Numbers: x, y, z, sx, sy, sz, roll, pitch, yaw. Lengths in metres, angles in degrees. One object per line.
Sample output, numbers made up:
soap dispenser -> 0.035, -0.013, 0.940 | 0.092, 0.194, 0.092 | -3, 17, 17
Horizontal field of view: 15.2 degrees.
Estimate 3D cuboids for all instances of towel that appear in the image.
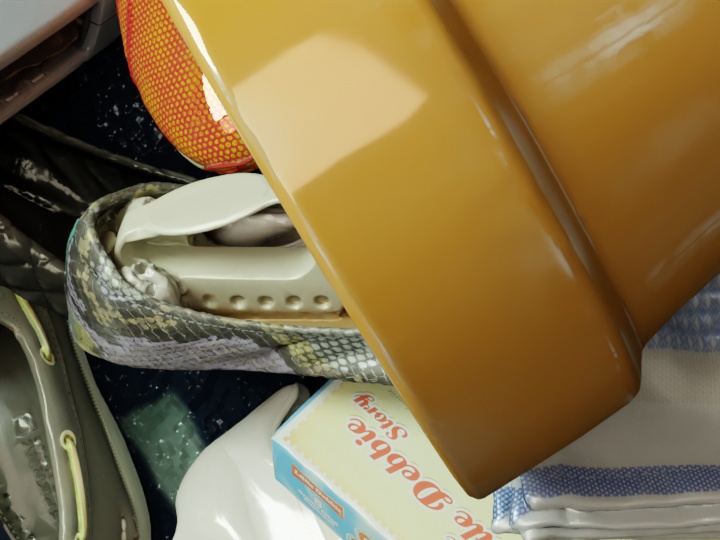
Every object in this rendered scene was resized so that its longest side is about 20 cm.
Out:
towel -> 0.108, -0.014, 0.832 | 0.146, 0.024, 0.201 | 0, 71, -7

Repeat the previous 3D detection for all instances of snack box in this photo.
snack box -> 0.080, 0.084, 0.872 | 0.200, 0.037, 0.116 | 41, 70, 20

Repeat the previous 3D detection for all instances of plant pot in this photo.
plant pot -> 0.057, -0.071, 0.722 | 0.183, 0.200, 0.201 | -31, 81, 2

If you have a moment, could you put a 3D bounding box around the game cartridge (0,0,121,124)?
game cartridge -> -0.172, -0.087, 0.889 | 0.133, 0.200, 0.042 | 24, 125, 16

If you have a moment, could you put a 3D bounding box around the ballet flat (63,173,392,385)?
ballet flat -> 0.000, 0.000, 0.859 | 0.199, 0.072, 0.072 | 2, 89, 9

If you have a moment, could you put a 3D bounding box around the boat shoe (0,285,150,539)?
boat shoe -> -0.138, 0.026, 0.955 | 0.072, 0.060, 0.202 | -28, 82, 14

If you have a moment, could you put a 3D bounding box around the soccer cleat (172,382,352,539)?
soccer cleat -> 0.022, 0.121, 0.911 | 0.200, 0.069, 0.078 | 40, 95, 15

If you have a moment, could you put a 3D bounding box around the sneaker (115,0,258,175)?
sneaker -> -0.059, -0.127, 0.893 | 0.073, 0.077, 0.201 | -14, 71, 13

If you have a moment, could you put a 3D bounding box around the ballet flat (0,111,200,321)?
ballet flat -> -0.090, -0.017, 0.923 | 0.199, 0.057, 0.067 | 18, 55, -4
